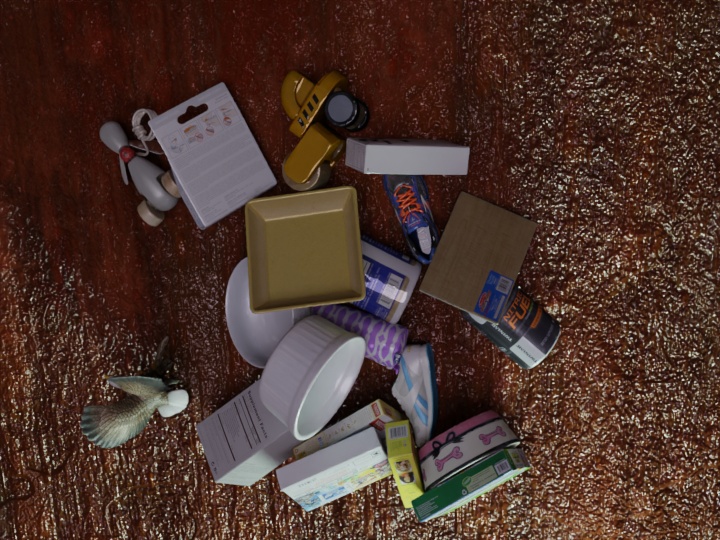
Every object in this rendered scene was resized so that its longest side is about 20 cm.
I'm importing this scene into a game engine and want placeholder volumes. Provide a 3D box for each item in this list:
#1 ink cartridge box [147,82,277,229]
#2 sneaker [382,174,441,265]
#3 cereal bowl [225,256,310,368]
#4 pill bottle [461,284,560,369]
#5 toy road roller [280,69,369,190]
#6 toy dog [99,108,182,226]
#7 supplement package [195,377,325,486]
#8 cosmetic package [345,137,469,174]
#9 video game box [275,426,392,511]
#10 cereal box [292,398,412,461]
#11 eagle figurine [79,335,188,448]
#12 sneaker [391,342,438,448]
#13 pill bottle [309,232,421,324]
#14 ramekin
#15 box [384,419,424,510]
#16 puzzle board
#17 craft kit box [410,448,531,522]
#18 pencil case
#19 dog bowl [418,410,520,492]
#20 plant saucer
[{"bbox_3d":[-0.259,-0.200,1.440,0.159,0.047,0.203,-33,101,-22],"label":"ink cartridge box"},{"bbox_3d":[0.097,-0.100,1.458,0.074,0.079,0.203,-25,102,10],"label":"sneaker"},{"bbox_3d":[-0.157,0.071,1.499,0.197,0.082,0.206,6,99,44],"label":"cereal bowl"},{"bbox_3d":[0.253,0.075,1.478,0.199,0.106,0.107,39,105,-6],"label":"pill bottle"},{"bbox_3d":[-0.086,-0.250,1.415,0.145,0.123,0.202,36,101,7],"label":"toy road roller"},{"bbox_3d":[-0.380,-0.181,1.487,0.129,0.096,0.205,-19,88,13],"label":"toy dog"},{"bbox_3d":[-0.187,0.298,1.551,0.198,0.121,0.121,-36,61,13],"label":"supplement package"},{"bbox_3d":[0.080,-0.193,1.388,0.195,0.082,0.052,-3,109,-26],"label":"cosmetic package"},{"bbox_3d":[-0.040,0.373,1.537,0.196,0.047,0.183,-23,148,0],"label":"video game box"},{"bbox_3d":[-0.013,0.321,1.560,0.197,0.144,0.040,-31,57,13],"label":"cereal box"},{"bbox_3d":[-0.418,0.232,1.532,0.147,0.200,0.156,-8,105,7],"label":"eagle figurine"},{"bbox_3d":[0.103,0.238,1.559,0.079,0.076,0.206,-3,99,14],"label":"sneaker"},{"bbox_3d":[0.000,0.000,1.472,0.197,0.120,0.122,27,106,1],"label":"pill bottle"},{"bbox_3d":[-0.085,0.176,1.410,0.097,0.199,0.204,31,107,21],"label":"ramekin"},{"bbox_3d":[0.087,0.367,1.544,0.049,0.076,0.202,-11,135,6],"label":"box"},{"bbox_3d":[0.206,-0.023,1.438,0.148,0.017,0.203,23,72,7],"label":"puzzle board"},{"bbox_3d":[0.209,0.395,1.529,0.198,0.197,0.049,-32,67,12],"label":"craft kit box"},{"bbox_3d":[-0.007,0.117,1.509,0.196,0.084,0.087,20,117,15],"label":"pencil case"},{"bbox_3d":[0.192,0.330,1.517,0.198,0.200,0.075,-32,70,12],"label":"dog bowl"},{"bbox_3d":[-0.092,-0.030,1.398,0.195,0.049,0.205,-7,71,5],"label":"plant saucer"}]
